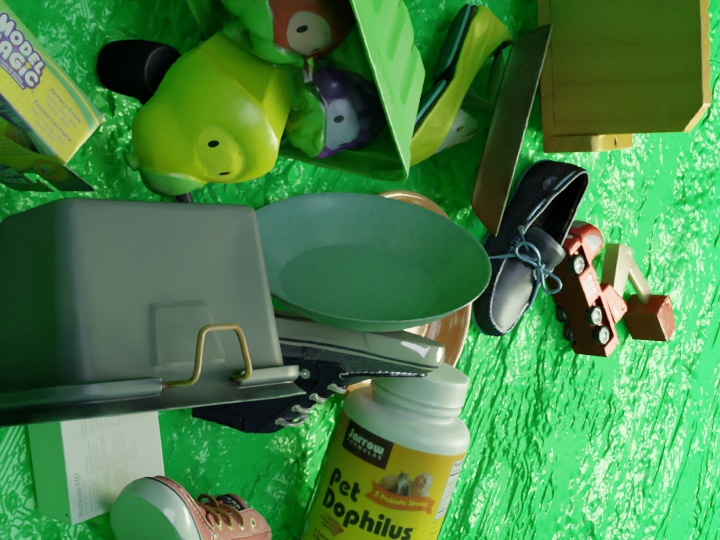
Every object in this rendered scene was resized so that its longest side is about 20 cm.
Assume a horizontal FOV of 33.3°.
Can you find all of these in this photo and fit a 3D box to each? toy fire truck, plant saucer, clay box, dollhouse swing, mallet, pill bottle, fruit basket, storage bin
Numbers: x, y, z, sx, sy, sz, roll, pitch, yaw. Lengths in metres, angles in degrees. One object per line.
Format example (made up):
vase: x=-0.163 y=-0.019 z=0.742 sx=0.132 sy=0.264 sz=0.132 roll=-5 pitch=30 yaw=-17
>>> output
toy fire truck: x=0.270 y=0.018 z=1.311 sx=0.141 sy=0.049 sz=0.201 roll=-43 pitch=120 yaw=-35
plant saucer: x=0.136 y=-0.132 z=1.111 sx=0.200 sy=0.034 sz=0.201 roll=16 pitch=90 yaw=-84
plant saucer: x=0.023 y=0.029 z=1.072 sx=0.200 sy=0.037 sz=0.201 roll=-5 pitch=98 yaw=-45
plant saucer: x=0.000 y=0.000 z=0.936 sx=0.201 sy=0.201 sz=0.039 roll=-23 pitch=132 yaw=-42
clay box: x=-0.244 y=-0.129 z=0.737 sx=0.200 sy=0.115 sz=0.048 roll=51 pitch=59 yaw=-35
dollhouse swing: x=0.272 y=-0.221 z=1.179 sx=0.182 sy=0.175 sz=0.201 roll=-14 pitch=102 yaw=-59
mallet: x=-0.147 y=-0.079 z=0.900 sx=0.041 sy=0.066 sz=0.201 roll=-35 pitch=131 yaw=-34
pill bottle: x=0.023 y=0.171 z=0.999 sx=0.109 sy=0.109 sz=0.201 roll=8 pitch=103 yaw=-45
fruit basket: x=-0.058 y=-0.126 z=0.821 sx=0.216 sy=0.155 sz=0.217 roll=-40 pitch=137 yaw=-51
storage bin: x=-0.138 y=0.025 z=0.777 sx=0.199 sy=0.145 sz=0.135 roll=-2 pitch=83 yaw=-46

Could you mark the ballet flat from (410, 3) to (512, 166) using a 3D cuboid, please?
ballet flat: x=0.086 y=-0.157 z=1.094 sx=0.067 sy=0.067 sz=0.201 roll=34 pitch=64 yaw=-13

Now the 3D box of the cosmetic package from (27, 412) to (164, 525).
cosmetic package: x=-0.194 y=0.068 z=0.846 sx=0.082 sy=0.050 sz=0.201 roll=-14 pitch=103 yaw=-46

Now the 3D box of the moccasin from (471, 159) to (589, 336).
moccasin: x=0.168 y=-0.028 z=1.190 sx=0.080 sy=0.068 sz=0.201 roll=36 pitch=68 yaw=-40

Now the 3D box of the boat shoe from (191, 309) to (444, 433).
boat shoe: x=-0.038 y=0.083 z=0.934 sx=0.075 sy=0.199 sz=0.093 roll=-38 pitch=136 yaw=-85

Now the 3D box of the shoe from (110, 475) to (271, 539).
shoe: x=-0.120 y=0.190 z=0.883 sx=0.091 sy=0.071 sz=0.201 roll=-51 pitch=153 yaw=-34

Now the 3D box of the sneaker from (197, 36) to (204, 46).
sneaker: x=-0.054 y=-0.145 z=0.972 sx=0.200 sy=0.070 sz=0.082 roll=35 pitch=85 yaw=-38
